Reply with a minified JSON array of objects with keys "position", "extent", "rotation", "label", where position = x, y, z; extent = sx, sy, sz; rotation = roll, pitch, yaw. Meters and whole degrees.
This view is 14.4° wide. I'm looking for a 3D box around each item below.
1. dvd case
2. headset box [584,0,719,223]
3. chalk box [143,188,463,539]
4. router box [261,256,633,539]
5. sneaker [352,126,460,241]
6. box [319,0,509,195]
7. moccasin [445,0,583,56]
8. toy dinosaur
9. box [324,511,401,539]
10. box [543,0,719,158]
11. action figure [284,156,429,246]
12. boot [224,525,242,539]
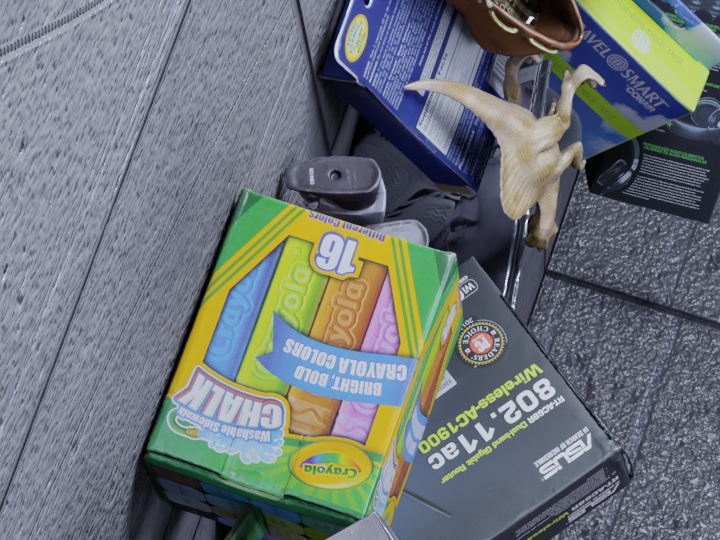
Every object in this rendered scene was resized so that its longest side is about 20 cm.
[{"position":[0.059,-0.036,1.876],"extent":[0.149,0.016,0.200],"rotation":[-14,-121,51],"label":"dvd case"},{"position":[0.230,-0.165,2.032],"extent":[0.174,0.093,0.200],"rotation":[-86,-168,-64],"label":"headset box"},{"position":[-0.034,0.081,1.512],"extent":[0.125,0.124,0.200],"rotation":[80,29,-73],"label":"chalk box"},{"position":[0.030,0.110,1.608],"extent":[0.200,0.150,0.062],"rotation":[-35,155,-5],"label":"router box"},{"position":[0.050,-0.115,1.853],"extent":[0.115,0.075,0.200],"rotation":[-56,159,-55],"label":"sneaker"},{"position":[0.035,-0.139,1.685],"extent":[0.200,0.032,0.121],"rotation":[41,64,-56],"label":"box"},{"position":[0.072,-0.181,1.625],"extent":[0.074,0.078,0.201],"rotation":[-65,145,-22],"label":"moccasin"},{"position":[0.101,-0.084,1.724],"extent":[0.101,0.058,0.200],"rotation":[-64,146,-21],"label":"toy dinosaur"},{"position":[-0.060,0.193,1.415],"extent":[0.200,0.048,0.158],"rotation":[-29,169,-1],"label":"box"},{"position":[0.139,-0.134,1.923],"extent":[0.200,0.122,0.048],"rotation":[-24,-146,46],"label":"box"},{"position":[0.000,0.000,1.689],"extent":[0.200,0.069,0.130],"rotation":[85,-12,-67],"label":"action figure"},{"position":[-0.029,0.129,1.831],"extent":[0.200,0.076,0.168],"rotation":[87,24,-51],"label":"boot"}]
